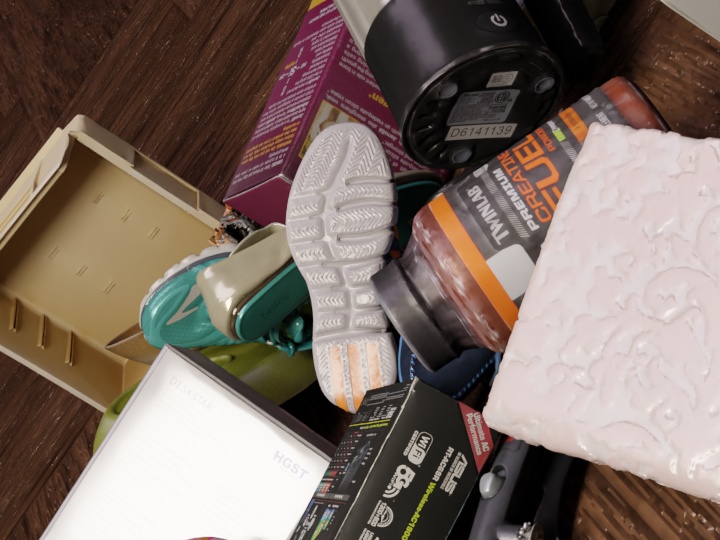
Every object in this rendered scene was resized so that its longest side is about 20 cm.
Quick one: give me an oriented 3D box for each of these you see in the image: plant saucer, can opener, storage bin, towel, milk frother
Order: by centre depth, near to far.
[{"bbox_3d":[0.174,0.020,1.139,0.200,0.032,0.191,14,81,44],"label":"towel"},{"bbox_3d":[0.098,0.115,1.236,0.079,0.063,0.200,-6,52,42],"label":"can opener"},{"bbox_3d":[0.046,-0.143,1.460,0.200,0.180,0.188,-49,50,32],"label":"milk frother"},{"bbox_3d":[-0.117,0.089,1.605,0.200,0.031,0.200,-22,12,5],"label":"plant saucer"},{"bbox_3d":[-0.112,0.028,1.716,0.200,0.035,0.200,-29,4,2],"label":"plant saucer"},{"bbox_3d":[-0.229,-0.002,1.869,0.199,0.200,0.094,-48,22,21],"label":"storage bin"}]

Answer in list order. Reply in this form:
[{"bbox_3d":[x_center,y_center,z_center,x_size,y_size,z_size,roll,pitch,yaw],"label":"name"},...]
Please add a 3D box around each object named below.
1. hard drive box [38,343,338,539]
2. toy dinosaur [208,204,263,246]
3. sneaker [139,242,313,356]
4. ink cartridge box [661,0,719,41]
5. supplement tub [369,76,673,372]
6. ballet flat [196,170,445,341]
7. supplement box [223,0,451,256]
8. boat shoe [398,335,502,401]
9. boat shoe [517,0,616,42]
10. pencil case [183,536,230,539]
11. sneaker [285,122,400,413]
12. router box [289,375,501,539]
[{"bbox_3d":[-0.117,0.177,1.463,0.200,0.156,0.077,-56,-16,3],"label":"hard drive box"},{"bbox_3d":[-0.072,-0.068,1.759,0.136,0.102,0.200,-46,24,22],"label":"toy dinosaur"},{"bbox_3d":[-0.066,0.025,1.555,0.200,0.078,0.080,-10,33,2],"label":"sneaker"},{"bbox_3d":[0.268,-0.254,1.342,0.200,0.083,0.145,-48,24,21],"label":"ink cartridge box"},{"bbox_3d":[0.106,-0.021,1.275,0.200,0.107,0.107,-35,26,4],"label":"supplement tub"},{"bbox_3d":[-0.032,-0.024,1.520,0.200,0.070,0.069,-32,16,-18],"label":"ballet flat"},{"bbox_3d":[0.002,-0.114,1.638,0.103,0.131,0.200,-17,45,59],"label":"supplement box"},{"bbox_3d":[0.085,-0.003,1.385,0.200,0.084,0.069,-65,12,-12],"label":"boat shoe"},{"bbox_3d":[0.144,-0.176,1.534,0.200,0.072,0.062,-50,49,27],"label":"boat shoe"},{"bbox_3d":[-0.081,0.261,1.318,0.087,0.087,0.200,-47,42,22],"label":"pencil case"},{"bbox_3d":[0.000,0.000,1.468,0.112,0.077,0.200,6,-97,-77],"label":"sneaker"},{"bbox_3d":[0.010,0.149,1.298,0.150,0.062,0.200,-61,5,-8],"label":"router box"}]
